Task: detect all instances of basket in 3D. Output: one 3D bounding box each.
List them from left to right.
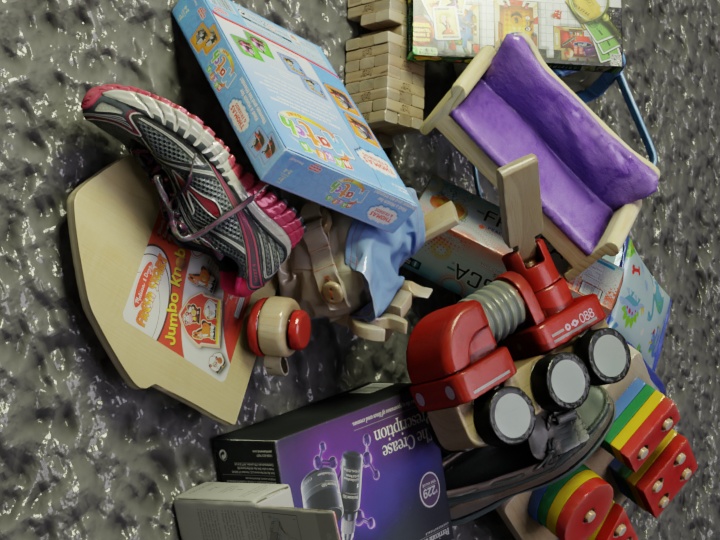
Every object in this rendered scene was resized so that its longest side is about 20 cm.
[{"bbox_3d":[0.177,-0.164,1.300,0.174,0.139,0.203,-13,75,-6],"label":"basket"}]

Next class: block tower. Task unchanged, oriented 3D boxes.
[{"bbox_3d":[0.023,-0.216,1.226,0.054,0.057,0.203,10,79,-47],"label":"block tower"}]

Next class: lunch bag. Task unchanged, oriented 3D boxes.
[{"bbox_3d":[0.232,0.081,1.372,0.170,0.126,0.202,42,61,-51],"label":"lunch bag"}]

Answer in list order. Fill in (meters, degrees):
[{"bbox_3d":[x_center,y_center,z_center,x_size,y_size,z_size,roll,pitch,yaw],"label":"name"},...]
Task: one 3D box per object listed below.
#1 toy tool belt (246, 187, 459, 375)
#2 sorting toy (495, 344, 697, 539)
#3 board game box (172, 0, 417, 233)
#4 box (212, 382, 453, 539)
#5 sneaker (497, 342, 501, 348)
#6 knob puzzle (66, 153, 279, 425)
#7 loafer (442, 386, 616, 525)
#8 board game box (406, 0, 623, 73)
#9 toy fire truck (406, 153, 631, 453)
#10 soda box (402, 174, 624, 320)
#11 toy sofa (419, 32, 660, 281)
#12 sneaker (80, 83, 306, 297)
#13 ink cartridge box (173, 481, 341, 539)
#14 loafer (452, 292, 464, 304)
[{"bbox_3d":[0.000,0.000,1.090,0.201,0.121,0.126,-61,149,-47],"label":"toy tool belt"},{"bbox_3d":[0.239,0.206,1.318,0.199,0.069,0.200,-47,143,-10],"label":"sorting toy"},{"bbox_3d":[-0.052,-0.127,1.057,0.150,0.037,0.201,20,31,-46],"label":"board game box"},{"bbox_3d":[-0.017,0.183,1.121,0.199,0.078,0.143,-15,99,-49],"label":"box"},{"bbox_3d":[0.126,0.085,1.246,0.199,0.076,0.078,-31,150,-35],"label":"sneaker"},{"bbox_3d":[-0.147,-0.003,1.024,0.218,0.030,0.223,11,75,-47],"label":"knob puzzle"},{"bbox_3d":[0.142,0.162,1.220,0.072,0.199,0.063,57,0,31],"label":"loafer"},{"bbox_3d":[0.139,-0.235,1.219,0.197,0.023,0.106,1,79,-12],"label":"board game box"},{"bbox_3d":[0.116,0.026,1.111,0.175,0.128,0.202,-26,92,-30],"label":"toy fire truck"},{"bbox_3d":[0.134,-0.005,1.228,0.198,0.069,0.064,27,42,4],"label":"soda box"},{"bbox_3d":[0.157,-0.100,1.169,0.200,0.097,0.083,45,42,-6],"label":"toy sofa"},{"bbox_3d":[-0.124,-0.060,0.984,0.200,0.080,0.075,43,75,-28],"label":"sneaker"},{"bbox_3d":[-0.049,0.260,0.999,0.044,0.175,0.203,-19,100,-47],"label":"ink cartridge box"},{"bbox_3d":[0.120,0.109,1.305,0.062,0.072,0.203,2,79,-21],"label":"loafer"}]
